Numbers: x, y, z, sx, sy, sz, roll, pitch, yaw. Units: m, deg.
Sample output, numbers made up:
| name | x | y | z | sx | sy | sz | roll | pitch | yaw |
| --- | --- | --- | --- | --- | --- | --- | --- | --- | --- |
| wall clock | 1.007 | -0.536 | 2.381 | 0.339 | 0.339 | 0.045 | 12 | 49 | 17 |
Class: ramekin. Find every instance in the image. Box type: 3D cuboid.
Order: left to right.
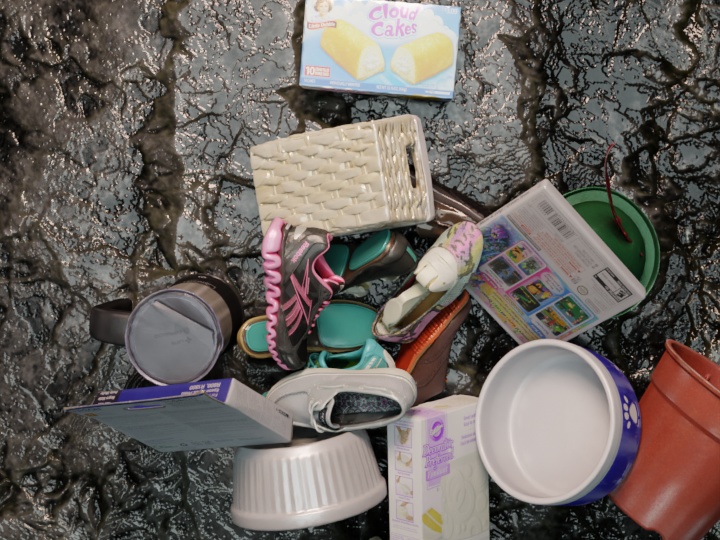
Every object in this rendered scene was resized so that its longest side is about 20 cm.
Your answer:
| name | x | y | z | sx | sy | sz | roll | pitch | yaw |
| --- | --- | --- | --- | --- | --- | --- | --- | --- | --- |
| ramekin | -0.070 | 0.251 | 1.318 | 0.199 | 0.202 | 0.096 | -8 | 92 | 3 |

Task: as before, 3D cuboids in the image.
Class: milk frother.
| name | x | y | z | sx | sy | sz | roll | pitch | yaw |
| --- | --- | --- | --- | --- | --- | --- | --- | --- | --- |
| milk frother | -0.237 | 0.118 | 1.316 | 0.178 | 0.188 | 0.203 | -11 | 95 | 4 |

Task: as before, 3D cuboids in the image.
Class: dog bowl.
| name | x | y | z | sx | sy | sz | roll | pitch | yaw |
| --- | --- | --- | --- | --- | --- | --- | --- | --- | --- |
| dog bowl | 0.245 | 0.191 | 1.305 | 0.198 | 0.078 | 0.203 | -13 | 70 | 39 |

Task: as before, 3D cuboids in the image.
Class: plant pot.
| name | x | y | z | sx | sy | sz | roll | pitch | yaw |
| --- | --- | --- | --- | --- | --- | --- | --- | --- | --- |
| plant pot | 0.411 | 0.225 | 1.310 | 0.199 | 0.201 | 0.196 | 33 | 103 | -1 |

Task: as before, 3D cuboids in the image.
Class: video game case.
| name | x | y | z | sx | sy | sz | roll | pitch | yaw |
| --- | --- | --- | --- | --- | --- | --- | --- | --- | --- |
| video game case | 0.224 | 0.004 | 1.306 | 0.200 | 0.024 | 0.181 | 44 | 127 | -17 |

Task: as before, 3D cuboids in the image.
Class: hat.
| name | x | y | z | sx | sy | sz | roll | pitch | yaw |
| --- | --- | --- | --- | --- | --- | --- | --- | --- | --- |
| hat | 0.298 | -0.025 | 1.288 | 0.165 | 0.176 | 0.200 | -41 | 92 | 4 |

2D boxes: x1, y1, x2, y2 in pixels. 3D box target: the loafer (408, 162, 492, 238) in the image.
| name | x | y | z | sx | sy | sz | roll | pitch | yaw |
| --- | --- | --- | --- | --- | --- | --- | --- | --- | --- |
| loafer | 0.103 | -0.072 | 1.352 | 0.199 | 0.073 | 0.072 | 32 | 106 | 4 |

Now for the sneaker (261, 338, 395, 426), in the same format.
| name | x | y | z | sx | sy | sz | roll | pitch | yaw |
| --- | --- | --- | --- | --- | --- | --- | --- | --- | --- |
| sneaker | -0.049 | 0.140 | 1.349 | 0.198 | 0.078 | 0.080 | -22 | 116 | 17 |

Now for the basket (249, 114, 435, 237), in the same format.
| name | x | y | z | sx | sy | sz | roll | pitch | yaw |
| --- | --- | --- | --- | --- | --- | --- | --- | --- | --- |
| basket | -0.026 | -0.109 | 1.286 | 0.198 | 0.123 | 0.138 | -7 | 95 | 29 |

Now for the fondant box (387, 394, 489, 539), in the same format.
| name | x | y | z | sx | sy | sz | roll | pitch | yaw |
| --- | --- | --- | --- | --- | --- | --- | --- | --- | --- |
| fondant box | 0.102 | 0.273 | 1.340 | 0.058 | 0.143 | 0.203 | 2 | 96 | 42 |

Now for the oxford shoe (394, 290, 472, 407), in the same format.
| name | x | y | z | sx | sy | sz | roll | pitch | yaw |
| --- | --- | --- | --- | --- | --- | --- | --- | --- | --- |
| oxford shoe | 0.091 | 0.114 | 1.372 | 0.072 | 0.071 | 0.201 | 33 | 102 | -18 |

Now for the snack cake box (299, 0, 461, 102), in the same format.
| name | x | y | z | sx | sy | sz | roll | pitch | yaw |
| --- | --- | --- | --- | --- | --- | --- | --- | --- | --- |
| snack cake box | 0.025 | -0.283 | 1.331 | 0.197 | 0.067 | 0.117 | 5 | 96 | 1 |

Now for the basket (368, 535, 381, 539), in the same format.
| name | x | y | z | sx | sy | sz | roll | pitch | yaw |
| --- | --- | --- | --- | --- | --- | --- | --- | --- | --- |
| basket | 0.008 | 0.485 | 1.353 | 0.199 | 0.161 | 0.199 | -40 | 93 | 6 |

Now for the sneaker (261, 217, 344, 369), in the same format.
| name | x | y | z | sx | sy | sz | roll | pitch | yaw |
| --- | --- | --- | --- | --- | --- | --- | --- | --- | --- |
| sneaker | -0.066 | 0.034 | 1.257 | 0.094 | 0.079 | 0.202 | 2 | 119 | 5 |

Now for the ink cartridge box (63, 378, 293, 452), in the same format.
| name | x | y | z | sx | sy | sz | roll | pitch | yaw |
| --- | --- | --- | --- | --- | --- | --- | --- | --- | --- |
| ink cartridge box | -0.209 | 0.165 | 1.227 | 0.197 | 0.200 | 0.041 | -8 | 64 | 23 |

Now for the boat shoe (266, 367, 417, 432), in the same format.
| name | x | y | z | sx | sy | sz | roll | pitch | yaw |
| --- | --- | --- | --- | --- | --- | --- | --- | --- | --- |
| boat shoe | -0.031 | 0.162 | 1.276 | 0.198 | 0.072 | 0.071 | -8 | 108 | 17 |

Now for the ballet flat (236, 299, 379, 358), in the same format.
| name | x | y | z | sx | sy | sz | roll | pitch | yaw |
| --- | --- | --- | --- | --- | --- | --- | --- | --- | --- |
| ballet flat | -0.067 | 0.076 | 1.367 | 0.197 | 0.063 | 0.070 | -3 | 84 | -17 |

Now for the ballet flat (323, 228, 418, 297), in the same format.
| name | x | y | z | sx | sy | sz | roll | pitch | yaw |
| --- | --- | --- | --- | --- | --- | --- | --- | --- | --- |
| ballet flat | 0.000 | 0.000 | 1.318 | 0.068 | 0.199 | 0.069 | 34 | 64 | -27 |

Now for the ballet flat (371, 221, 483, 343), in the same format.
| name | x | y | z | sx | sy | sz | roll | pitch | yaw |
| --- | --- | --- | --- | --- | --- | --- | --- | --- | --- |
| ballet flat | 0.079 | 0.022 | 1.298 | 0.069 | 0.071 | 0.201 | 52 | 124 | 21 |
